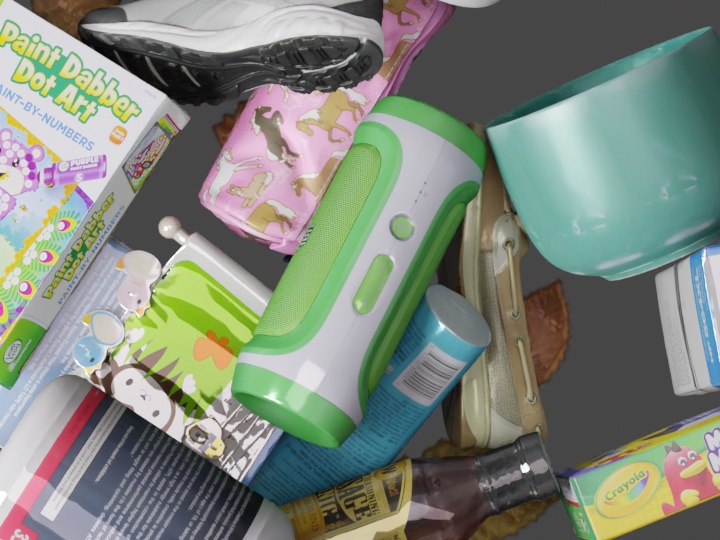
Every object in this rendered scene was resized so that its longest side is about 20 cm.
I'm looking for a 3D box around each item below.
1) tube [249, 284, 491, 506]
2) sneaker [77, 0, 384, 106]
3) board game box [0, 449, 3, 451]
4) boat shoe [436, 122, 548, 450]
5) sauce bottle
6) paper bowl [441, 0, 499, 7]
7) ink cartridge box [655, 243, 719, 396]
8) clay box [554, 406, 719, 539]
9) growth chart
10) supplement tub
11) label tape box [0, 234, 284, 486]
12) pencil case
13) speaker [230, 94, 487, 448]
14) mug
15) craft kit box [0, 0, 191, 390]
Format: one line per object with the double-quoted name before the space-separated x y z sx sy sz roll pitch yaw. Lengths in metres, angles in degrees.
"tube" 0.000 0.095 1.739 0.077 0.050 0.200 43 114 3
"sneaker" -0.075 -0.150 1.714 0.199 0.074 0.080 -2 63 20
"board game box" -0.265 0.219 1.738 0.134 0.029 0.202 -9 90 16
"boat shoe" 0.084 0.010 1.761 0.063 0.073 0.202 -1 91 -11
"sauce bottle" 0.022 0.149 1.720 0.199 0.066 0.066 -21 90 2
"paper bowl" 0.046 -0.234 1.701 0.200 0.201 0.105 30 110 -2
"ink cartridge box" 0.264 0.020 1.705 0.145 0.200 0.085 -11 87 -3
"clay box" 0.222 0.109 1.742 0.199 0.115 0.048 -23 88 -4
"growth chart" -0.115 0.082 1.711 0.144 0.018 0.201 29 86 -3
"supplement tub" -0.127 0.166 1.628 0.199 0.140 0.141 33 87 -2
"label tape box" -0.148 0.069 1.749 0.199 0.063 0.145 35 87 -4
"pencil case" -0.019 -0.106 1.751 0.086 0.083 0.201 29 87 -9
"speaker" 0.000 0.000 1.677 0.088 0.088 0.201 28 77 -2
"mug" 0.177 -0.070 1.705 0.184 0.152 0.115 -26 95 -22
"craft kit box" -0.234 -0.063 1.717 0.199 0.049 0.198 31 84 25
